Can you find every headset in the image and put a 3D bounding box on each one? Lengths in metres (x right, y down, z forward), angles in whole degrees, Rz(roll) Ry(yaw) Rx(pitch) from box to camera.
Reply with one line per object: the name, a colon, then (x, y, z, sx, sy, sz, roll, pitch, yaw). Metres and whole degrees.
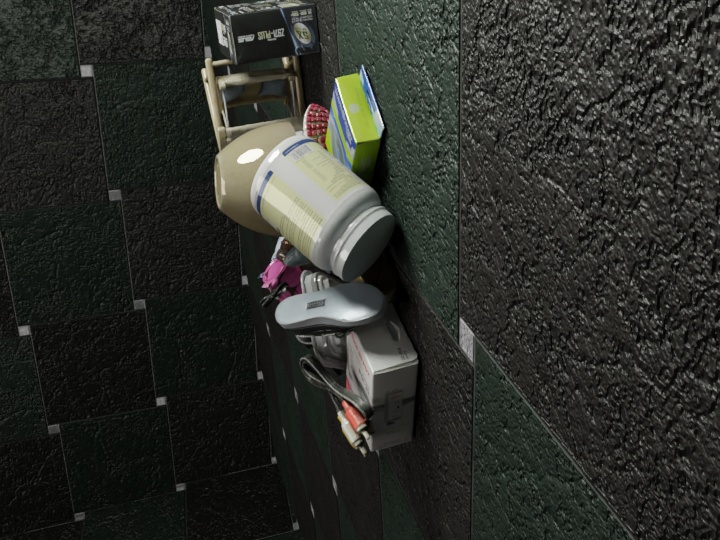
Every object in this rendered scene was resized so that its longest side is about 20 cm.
headset: (-0.098, 0.113, 1.455, 0.202, 0.093, 0.124, 55, -179, 1)

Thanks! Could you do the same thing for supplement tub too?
supplement tub: (-0.057, -0.094, 1.202, 0.199, 0.144, 0.146, 41, 151, 19)

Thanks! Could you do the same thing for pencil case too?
pencil case: (-0.117, 0.058, 1.624, 0.090, 0.095, 0.200, -21, 124, 40)

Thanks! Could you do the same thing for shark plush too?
shark plush: (-0.055, -0.060, 1.390, 0.198, 0.082, 0.093, -30, 67, 43)

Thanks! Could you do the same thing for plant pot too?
plant pot: (-0.188, -0.159, 1.392, 0.200, 0.131, 0.207, 177, 90, -72)

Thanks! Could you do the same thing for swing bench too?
swing bench: (-0.215, -0.343, 1.637, 0.129, 0.194, 0.206, -167, 65, -74)

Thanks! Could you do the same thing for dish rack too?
dish rack: (-0.033, 0.090, 1.415, 0.199, 0.043, 0.176, 26, -132, -63)

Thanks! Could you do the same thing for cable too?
cable: (-0.042, 0.208, 1.276, 0.200, 0.050, 0.098, 44, 150, 23)

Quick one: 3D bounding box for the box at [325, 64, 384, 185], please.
box: (-0.012, -0.211, 1.245, 0.201, 0.046, 0.125, 106, 149, -64)

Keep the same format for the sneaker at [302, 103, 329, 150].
sneaker: (-0.082, -0.195, 1.373, 0.074, 0.079, 0.206, -19, 64, 49)

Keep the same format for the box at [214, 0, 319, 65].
box: (-0.180, -0.454, 1.478, 0.200, 0.160, 0.088, -131, 32, -61)

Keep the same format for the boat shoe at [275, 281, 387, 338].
boat shoe: (-0.040, 0.074, 1.245, 0.068, 0.195, 0.075, 50, -145, -45)

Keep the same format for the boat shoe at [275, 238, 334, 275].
boat shoe: (-0.091, -0.037, 1.541, 0.199, 0.074, 0.074, 20, -97, -64)

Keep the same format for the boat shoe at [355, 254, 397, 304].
boat shoe: (-0.008, -0.029, 1.287, 0.201, 0.071, 0.065, 52, 165, 24)

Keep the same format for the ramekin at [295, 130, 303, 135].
ramekin: (-0.103, -0.172, 1.495, 0.202, 0.092, 0.209, 175, 90, -74)

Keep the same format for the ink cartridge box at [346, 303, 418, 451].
ink cartridge box: (0.032, 0.176, 1.311, 0.148, 0.081, 0.203, -116, 20, -45)

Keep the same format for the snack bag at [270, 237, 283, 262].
snack bag: (-0.141, -0.120, 1.688, 0.188, 0.021, 0.205, 155, 135, -75)
